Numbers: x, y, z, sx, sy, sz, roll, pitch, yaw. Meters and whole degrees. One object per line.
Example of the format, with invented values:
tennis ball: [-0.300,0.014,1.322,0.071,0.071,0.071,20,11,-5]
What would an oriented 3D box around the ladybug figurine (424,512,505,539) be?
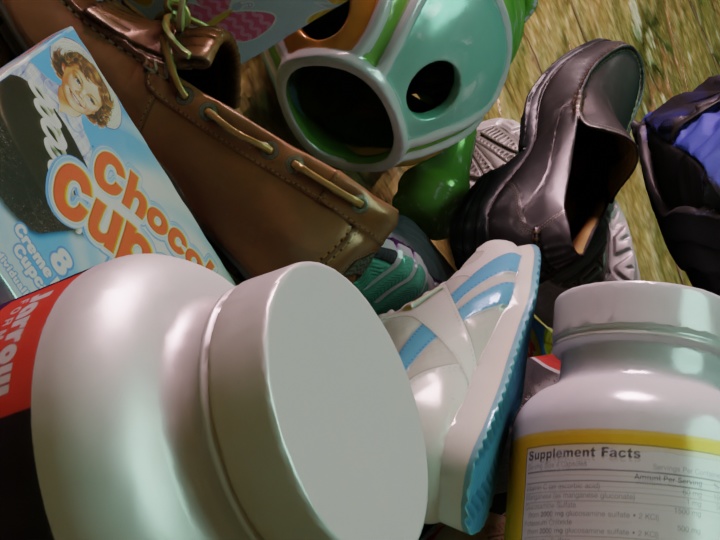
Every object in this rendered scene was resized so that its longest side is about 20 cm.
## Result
ladybug figurine: [0.055,0.210,0.756,0.135,0.071,0.203,3,75,-54]

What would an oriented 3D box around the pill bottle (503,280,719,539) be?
pill bottle: [0.116,0.113,0.701,0.112,0.111,0.203,29,62,-54]

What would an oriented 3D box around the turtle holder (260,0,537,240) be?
turtle holder: [0.010,-0.113,0.871,0.186,0.139,0.133,102,10,-53]

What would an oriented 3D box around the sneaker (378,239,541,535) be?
sneaker: [0.035,0.038,0.743,0.200,0.080,0.077,-58,155,-61]

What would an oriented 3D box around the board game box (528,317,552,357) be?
board game box: [0.114,0.143,0.958,0.195,0.055,0.202,37,41,-50]

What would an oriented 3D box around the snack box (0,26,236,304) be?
snack box: [-0.082,0.025,0.573,0.201,0.037,0.116,58,27,-14]

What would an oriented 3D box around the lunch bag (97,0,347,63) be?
lunch bag: [-0.068,-0.200,0.700,0.201,0.168,0.128,53,19,-32]

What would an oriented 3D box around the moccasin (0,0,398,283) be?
moccasin: [-0.070,-0.070,0.647,0.201,0.078,0.074,43,4,18]

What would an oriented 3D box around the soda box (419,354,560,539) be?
soda box: [0.102,0.084,0.848,0.198,0.063,0.071,-7,65,-31]

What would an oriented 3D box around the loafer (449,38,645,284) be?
loafer: [0.124,-0.060,0.906,0.073,0.072,0.201,56,47,-30]

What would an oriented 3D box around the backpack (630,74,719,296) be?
backpack: [0.229,-0.030,0.789,0.164,0.167,0.200,57,9,-9]

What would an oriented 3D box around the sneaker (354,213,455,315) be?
sneaker: [0.000,0.000,0.840,0.088,0.074,0.200,62,13,28]

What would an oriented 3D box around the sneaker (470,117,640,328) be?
sneaker: [0.120,-0.010,1.000,0.100,0.077,0.201,60,0,-41]

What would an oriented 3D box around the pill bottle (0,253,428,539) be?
pill bottle: [-0.086,0.065,0.442,0.112,0.198,0.114,44,35,-43]
